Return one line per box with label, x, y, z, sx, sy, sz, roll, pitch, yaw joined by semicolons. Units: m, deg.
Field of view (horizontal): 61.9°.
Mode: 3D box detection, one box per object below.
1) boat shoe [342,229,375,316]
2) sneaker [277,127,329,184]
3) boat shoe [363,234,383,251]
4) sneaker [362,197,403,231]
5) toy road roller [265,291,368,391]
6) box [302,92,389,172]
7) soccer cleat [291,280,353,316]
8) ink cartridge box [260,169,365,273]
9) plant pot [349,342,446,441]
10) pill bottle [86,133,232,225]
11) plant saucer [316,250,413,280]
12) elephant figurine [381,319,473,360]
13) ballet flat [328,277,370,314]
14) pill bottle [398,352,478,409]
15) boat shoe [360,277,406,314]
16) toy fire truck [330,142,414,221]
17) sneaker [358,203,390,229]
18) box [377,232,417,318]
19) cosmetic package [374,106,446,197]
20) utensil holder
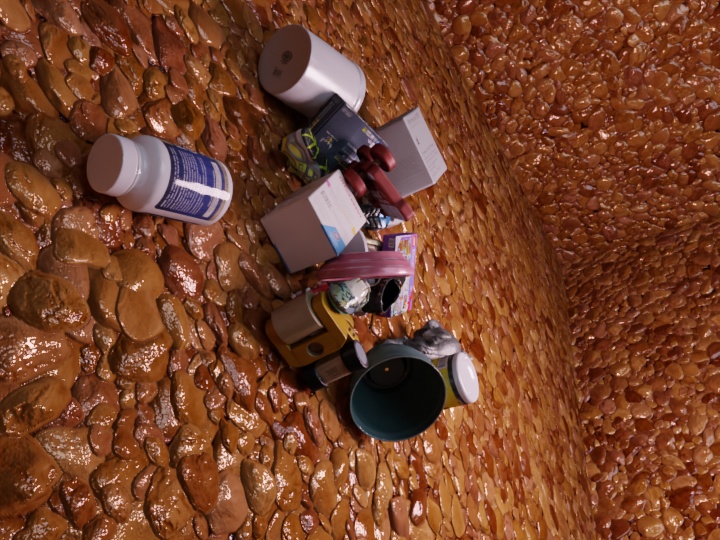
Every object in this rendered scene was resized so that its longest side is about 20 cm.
boat shoe;0.000;0.000;1.361;0.066;0.071;0.202;-31;112;-63
sneaker;-0.119;-0.234;1.332;0.201;0.076;0.076;65;20;-51
boat shoe;0.001;-0.045;1.438;0.199;0.072;0.073;22;78;-58
sneaker;0.071;-0.176;1.623;0.199;0.075;0.116;-21;94;-59
toy road roller;-0.077;0.114;1.136;0.201;0.122;0.146;56;16;-26
box;-0.045;-0.292;1.404;0.200;0.158;0.051;34;16;-49
soccer cleat;-0.071;0.070;1.224;0.200;0.068;0.086;-5;73;-66
ink cartridge box;-0.088;-0.108;1.241;0.129;0.124;0.200;62;29;-15
plant pot;0.066;0.234;1.261;0.201;0.199;0.134;56;5;-24
pill bottle;-0.297;-0.137;0.900;0.199;0.110;0.112;11;63;-59
plant saucer;0.009;-0.009;1.222;0.200;0.199;0.051;1;84;-60
elephant figurine;0.162;0.200;1.472;0.143;0.154;0.200;64;18;10
ballet flat;-0.016;0.042;1.144;0.200;0.074;0.075;4;67;-86
pill bottle;0.157;0.264;1.364;0.114;0.199;0.115;39;40;-43
boat shoe;0.064;0.045;1.357;0.201;0.062;0.075;-35;124;-57
toy fire truck;0.031;-0.183;1.347;0.168;0.112;0.200;52;-10;-20
sneaker;-0.023;-0.131;1.443;0.199;0.081;0.074;8;89;-41
box;0.093;0.009;1.503;0.136;0.039;0.202;-11;107;-62
cosmetic package;0.118;-0.326;1.709;0.201;0.165;0.167;62;29;-13
utensil holder;-0.110;-0.442;1.373;0.199;0.169;0.172;17;58;-55
